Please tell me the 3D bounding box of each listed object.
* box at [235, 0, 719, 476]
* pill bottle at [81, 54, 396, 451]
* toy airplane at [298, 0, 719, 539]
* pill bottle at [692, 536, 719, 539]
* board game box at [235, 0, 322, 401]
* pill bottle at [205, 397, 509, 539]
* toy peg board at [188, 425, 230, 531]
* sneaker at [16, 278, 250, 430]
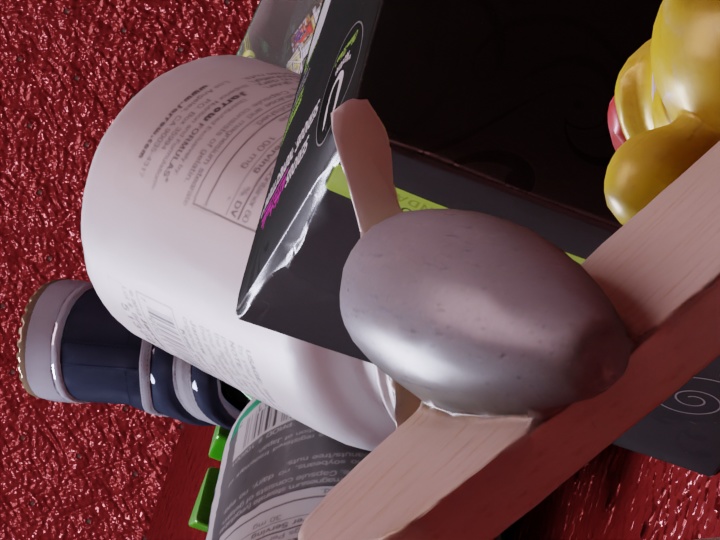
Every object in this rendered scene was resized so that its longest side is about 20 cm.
[{"bbox_3d":[0.070,-0.072,0.787,0.124,0.148,0.201,124,163,-64],"label":"box"},{"bbox_3d":[0.000,0.000,1.025,0.200,0.114,0.115,24,98,48],"label":"pill bottle"},{"bbox_3d":[0.087,-0.037,0.506,0.199,0.141,0.200,-40,0,36],"label":"toy airplane"},{"bbox_3d":[0.048,0.125,0.574,0.200,0.114,0.115,127,160,-70],"label":"pill bottle"},{"bbox_3d":[-0.017,-0.045,1.143,0.023,0.105,0.200,-10,-46,-51],"label":"board game box"},{"bbox_3d":[-0.004,0.127,1.038,0.200,0.113,0.113,-82,12,-59],"label":"pill bottle"},{"bbox_3d":[-0.018,0.105,1.296,0.199,0.097,0.201,116,170,-52],"label":"toy peg board"},{"bbox_3d":[-0.065,0.029,1.327,0.200,0.108,0.070,-21,-66,-68],"label":"sneaker"}]
